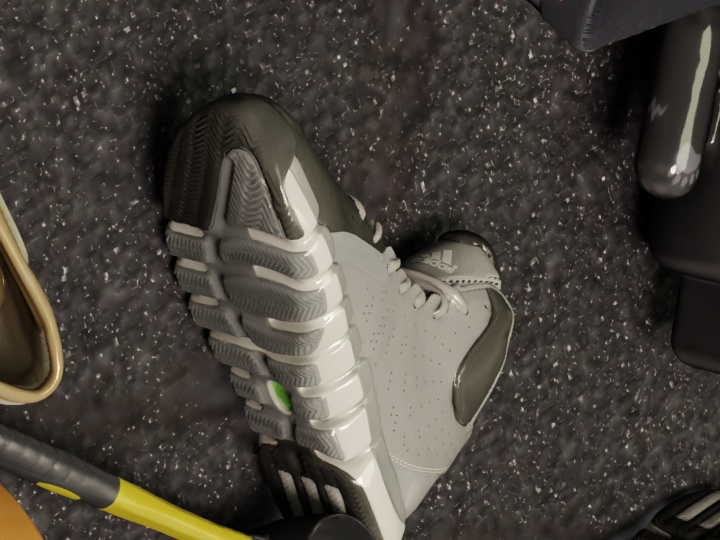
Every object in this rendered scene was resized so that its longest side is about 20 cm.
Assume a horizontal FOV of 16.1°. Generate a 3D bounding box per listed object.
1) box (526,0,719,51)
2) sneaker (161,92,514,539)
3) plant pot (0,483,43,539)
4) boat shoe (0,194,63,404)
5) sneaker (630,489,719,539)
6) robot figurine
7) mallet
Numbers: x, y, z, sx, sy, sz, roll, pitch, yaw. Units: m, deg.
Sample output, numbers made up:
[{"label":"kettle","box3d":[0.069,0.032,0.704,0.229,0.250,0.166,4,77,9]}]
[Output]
[{"label":"box","box3d":[0.093,-0.194,0.862,0.199,0.197,0.118,-21,142,-36]},{"label":"sneaker","box3d":[0.000,0.000,0.931,0.115,0.075,0.201,-41,133,-33]},{"label":"plant pot","box3d":[-0.184,0.125,0.724,0.183,0.199,0.202,-12,107,-54]},{"label":"boat shoe","box3d":[-0.139,-0.038,0.684,0.073,0.062,0.200,-50,138,-14]},{"label":"sneaker","box3d":[0.115,0.179,1.061,0.199,0.075,0.116,-23,116,-36]},{"label":"robot figurine","box3d":[0.185,-0.053,1.041,0.150,0.124,0.202,-2,103,-76]},{"label":"mallet","box3d":[-0.088,0.082,0.891,0.199,0.066,0.041,24,61,-26]}]
